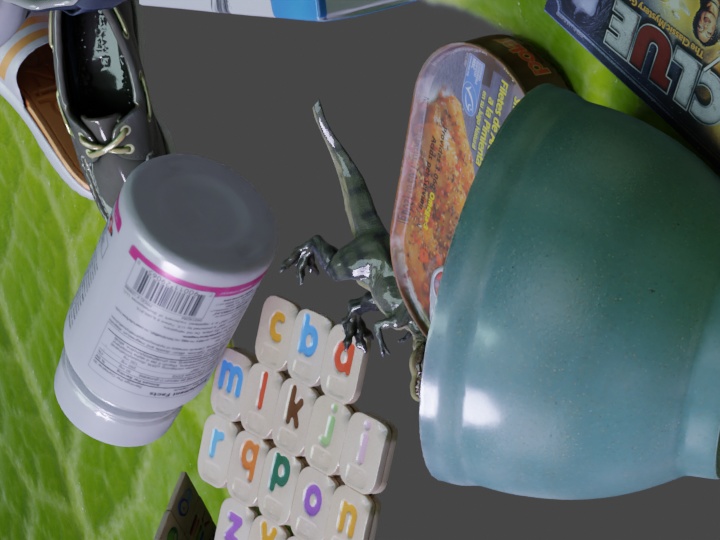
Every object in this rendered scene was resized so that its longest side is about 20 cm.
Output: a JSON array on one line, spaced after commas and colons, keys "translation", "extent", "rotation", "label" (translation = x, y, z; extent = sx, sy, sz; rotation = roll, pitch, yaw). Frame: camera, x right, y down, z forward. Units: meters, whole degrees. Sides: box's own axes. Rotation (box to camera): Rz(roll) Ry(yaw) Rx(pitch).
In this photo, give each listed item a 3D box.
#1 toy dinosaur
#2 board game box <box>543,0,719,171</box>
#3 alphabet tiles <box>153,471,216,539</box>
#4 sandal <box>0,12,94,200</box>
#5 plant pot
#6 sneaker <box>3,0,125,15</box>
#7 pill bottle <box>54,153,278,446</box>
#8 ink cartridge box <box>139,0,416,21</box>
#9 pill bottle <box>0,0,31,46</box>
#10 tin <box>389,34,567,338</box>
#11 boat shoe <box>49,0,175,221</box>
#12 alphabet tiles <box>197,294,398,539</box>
[{"translation": [0.000, 0.000, 1.192], "extent": [0.088, 0.047, 0.201], "rotation": [-41, 70, 44], "label": "toy dinosaur"}, {"translation": [0.176, -0.123, 0.884], "extent": [0.200, 0.034, 0.136], "rotation": [47, 140, 31], "label": "board game box"}, {"translation": [-0.129, 0.273, 1.406], "extent": [0.007, 0.168, 0.201], "rotation": [5, 143, 20], "label": "alphabet tiles"}, {"translation": [-0.228, -0.149, 1.425], "extent": [0.207, 0.079, 0.059], "rotation": [52, 142, 12], "label": "sandal"}, {"translation": [0.127, 0.025, 0.912], "extent": [0.133, 0.200, 0.202], "rotation": [17, 123, 19], "label": "plant pot"}, {"translation": [-0.199, -0.253, 1.264], "extent": [0.203, 0.145, 0.077], "rotation": [54, 145, 26], "label": "sneaker"}, {"translation": [-0.142, 0.026, 1.325], "extent": [0.114, 0.113, 0.201], "rotation": [53, 135, 24], "label": "pill bottle"}, {"translation": [-0.059, -0.230, 1.127], "extent": [0.199, 0.085, 0.148], "rotation": [13, 116, 51], "label": "ink cartridge box"}, {"translation": [-0.272, -0.215, 1.322], "extent": [0.110, 0.200, 0.112], "rotation": [5, 120, 8], "label": "pill bottle"}, {"translation": [0.070, -0.039, 1.077], "extent": [0.112, 0.042, 0.201], "rotation": [46, 140, 38], "label": "tin"}, {"translation": [-0.180, -0.114, 1.350], "extent": [0.071, 0.060, 0.204], "rotation": [-5, 103, 17], "label": "boat shoe"}, {"translation": [-0.047, 0.124, 1.293], "extent": [0.199, 0.014, 0.198], "rotation": [21, 102, 51], "label": "alphabet tiles"}]
